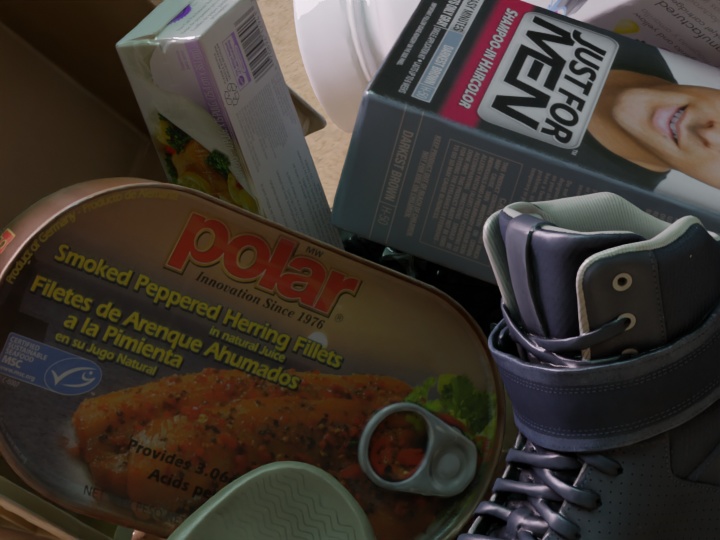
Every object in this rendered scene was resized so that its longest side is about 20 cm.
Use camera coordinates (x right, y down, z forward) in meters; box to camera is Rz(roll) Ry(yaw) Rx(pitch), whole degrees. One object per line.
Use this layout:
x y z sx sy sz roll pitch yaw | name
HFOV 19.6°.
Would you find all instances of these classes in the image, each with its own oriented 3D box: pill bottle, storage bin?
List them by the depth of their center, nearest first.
-0.123 -0.009 0.762 0.094 0.199 0.200 -3 60 41 | storage bin
0.076 -0.135 1.035 0.200 0.113 0.113 -11 27 22 | pill bottle

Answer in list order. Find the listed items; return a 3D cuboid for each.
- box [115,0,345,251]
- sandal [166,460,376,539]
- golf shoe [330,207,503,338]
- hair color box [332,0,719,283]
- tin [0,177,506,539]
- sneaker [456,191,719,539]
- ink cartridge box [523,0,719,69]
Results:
-0.032 -0.005 0.762 0.039 0.200 0.041 0 33 33 | box
-0.059 0.136 0.636 0.200 0.080 0.054 -44 -5 -30 | sandal
0.000 0.000 0.874 0.200 0.078 0.095 -7 29 27 | golf shoe
0.102 -0.030 0.744 0.200 0.061 0.099 20 37 5 | hair color box
-0.041 0.038 0.709 0.042 0.200 0.112 29 95 61 | tin
0.047 0.063 0.632 0.202 0.146 0.077 -34 29 -20 | sneaker
0.124 -0.087 0.850 0.200 0.115 0.068 -18 43 59 | ink cartridge box
